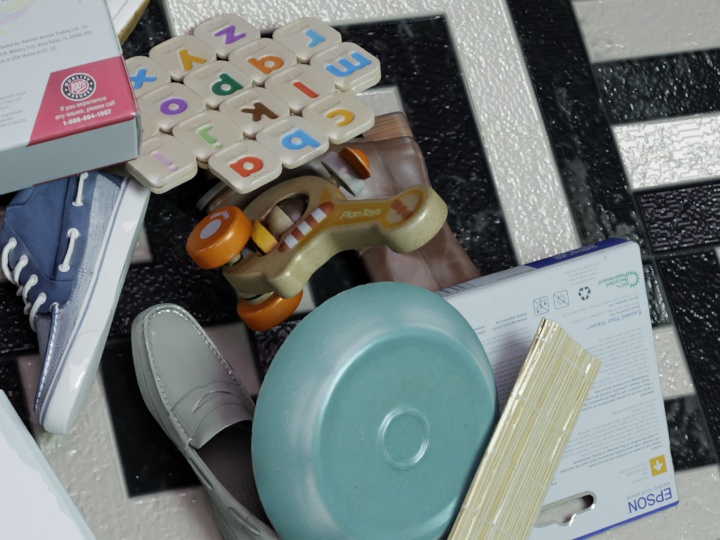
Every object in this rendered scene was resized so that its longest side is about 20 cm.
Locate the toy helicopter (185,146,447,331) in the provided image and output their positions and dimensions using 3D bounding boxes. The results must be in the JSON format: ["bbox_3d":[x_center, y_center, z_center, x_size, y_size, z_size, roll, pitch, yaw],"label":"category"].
[{"bbox_3d":[-0.013,-0.035,1.484,0.079,0.199,0.133,51,56,-27],"label":"toy helicopter"}]

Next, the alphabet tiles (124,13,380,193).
[{"bbox_3d":[-0.088,-0.120,1.584,0.199,0.015,0.195,-29,42,-24],"label":"alphabet tiles"}]

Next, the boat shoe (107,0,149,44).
[{"bbox_3d":[-0.204,-0.176,1.596,0.069,0.071,0.200,35,63,-3],"label":"boat shoe"}]

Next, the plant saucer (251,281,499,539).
[{"bbox_3d":[0.021,0.109,1.479,0.199,0.036,0.202,-4,98,-34],"label":"plant saucer"}]

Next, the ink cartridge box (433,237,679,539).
[{"bbox_3d":[0.123,0.097,1.583,0.195,0.043,0.201,-16,104,-23],"label":"ink cartridge box"}]

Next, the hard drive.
[{"bbox_3d":[-0.238,0.193,1.454,0.131,0.026,0.201,-29,80,-26],"label":"hard drive"}]

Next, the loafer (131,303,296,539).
[{"bbox_3d":[-0.093,0.107,1.511,0.070,0.070,0.201,-26,78,-25],"label":"loafer"}]

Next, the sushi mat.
[{"bbox_3d":[0.108,0.139,1.526,0.012,0.096,0.201,19,81,34],"label":"sushi mat"}]

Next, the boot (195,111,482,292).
[{"bbox_3d":[0.000,0.000,1.597,0.185,0.064,0.201,-21,80,-22],"label":"boot"}]

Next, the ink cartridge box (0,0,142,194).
[{"bbox_3d":[-0.243,-0.163,1.510,0.145,0.083,0.201,-15,74,-8],"label":"ink cartridge box"}]

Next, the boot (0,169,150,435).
[{"bbox_3d":[-0.212,0.015,1.521,0.090,0.073,0.201,16,56,-3],"label":"boot"}]
